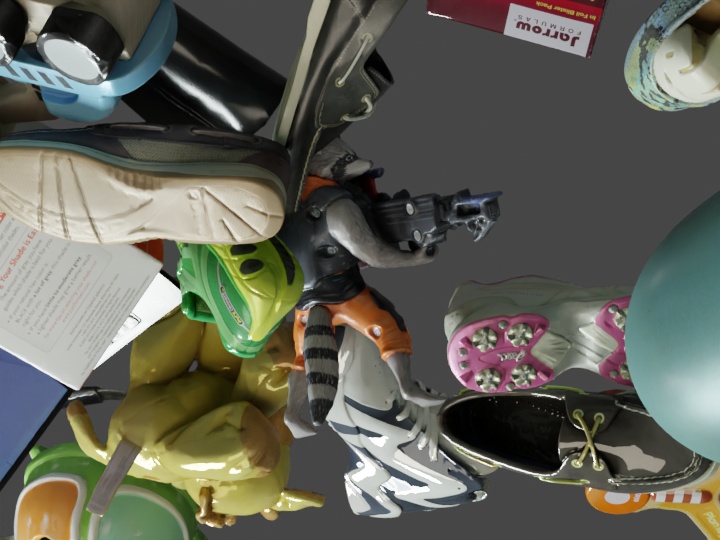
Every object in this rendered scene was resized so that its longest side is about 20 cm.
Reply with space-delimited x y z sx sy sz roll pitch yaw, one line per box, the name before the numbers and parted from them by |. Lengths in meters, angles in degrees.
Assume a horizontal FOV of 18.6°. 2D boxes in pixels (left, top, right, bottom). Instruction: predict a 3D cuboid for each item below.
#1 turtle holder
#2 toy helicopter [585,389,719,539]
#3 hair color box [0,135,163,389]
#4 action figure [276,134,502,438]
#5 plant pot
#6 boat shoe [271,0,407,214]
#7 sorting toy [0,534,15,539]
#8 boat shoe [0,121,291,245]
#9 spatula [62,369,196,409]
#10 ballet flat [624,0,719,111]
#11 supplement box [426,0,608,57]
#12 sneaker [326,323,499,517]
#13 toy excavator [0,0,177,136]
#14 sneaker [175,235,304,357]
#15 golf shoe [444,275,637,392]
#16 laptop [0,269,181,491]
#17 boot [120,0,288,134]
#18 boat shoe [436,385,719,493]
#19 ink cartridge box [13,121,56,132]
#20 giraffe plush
turtle holder | -0.197 0.221 1.758 0.140 0.132 0.186 -5 141 17
toy helicopter | 0.252 0.154 1.591 0.132 0.079 0.200 -20 133 23
hair color box | -0.241 -0.022 1.450 0.199 0.064 0.111 31 106 -17
action figure | 0.000 0.000 1.461 0.199 0.104 0.195 -18 80 44
plant pot | 0.262 0.036 1.381 0.200 0.201 0.161 38 147 -16
boat shoe | -0.014 -0.117 1.396 0.067 0.072 0.201 19 117 -5
sorting toy | -0.268 0.304 1.913 0.199 0.107 0.180 -16 144 32
boat shoe | -0.139 -0.060 1.380 0.199 0.065 0.072 4 130 12
spatula | -0.192 0.101 1.728 0.199 0.021 0.057 -3 136 24
ballet flat | 0.223 -0.144 1.308 0.074 0.074 0.200 35 134 -13
supplement box | 0.108 -0.228 1.277 0.108 0.061 0.201 16 136 5
sneaker | 0.047 0.105 1.605 0.129 0.080 0.200 0 127 13
toy excavator | -0.196 -0.134 1.382 0.193 0.100 0.200 14 151 20
sneaker | -0.102 -0.012 1.472 0.074 0.200 0.084 16 112 -28
golf shoe | 0.153 0.032 1.504 0.198 0.092 0.076 0 120 -9
laptop | -0.253 0.038 1.512 0.177 0.104 0.200 40 130 -19
boot | -0.129 -0.166 1.416 0.200 0.066 0.165 41 144 -11
boat shoe | 0.147 0.115 1.505 0.200 0.060 0.072 5 95 33
ink cartridge box | -0.258 -0.011 1.601 0.144 0.084 0.200 27 135 -7
giraffe plush | -0.099 0.122 1.628 0.172 0.200 0.162 40 178 37
